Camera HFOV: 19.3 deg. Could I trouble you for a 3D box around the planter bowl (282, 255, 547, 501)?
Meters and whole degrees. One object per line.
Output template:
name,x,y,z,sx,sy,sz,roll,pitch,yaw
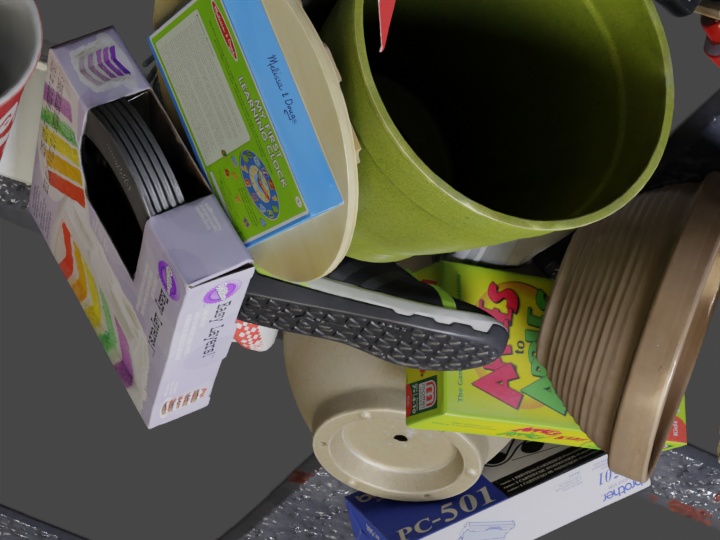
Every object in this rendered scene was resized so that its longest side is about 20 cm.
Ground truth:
planter bowl,0.034,0.076,1.480,0.199,0.135,0.201,8,144,6

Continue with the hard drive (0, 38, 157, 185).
hard drive,-0.179,-0.092,1.403,0.199,0.026,0.132,19,144,-9

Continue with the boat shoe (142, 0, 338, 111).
boat shoe,-0.080,-0.138,1.280,0.065,0.074,0.202,57,138,8

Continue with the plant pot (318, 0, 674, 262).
plant pot,0.044,-0.093,1.222,0.200,0.201,0.193,25,155,-18

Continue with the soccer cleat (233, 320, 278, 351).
soccer cleat,-0.061,-0.009,1.414,0.085,0.069,0.200,3,143,10

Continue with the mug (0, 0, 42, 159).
mug,-0.278,-0.112,1.312,0.133,0.178,0.200,-2,151,-18

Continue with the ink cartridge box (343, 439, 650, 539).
ink cartridge box,0.098,0.159,1.520,0.199,0.094,0.044,-22,116,-17

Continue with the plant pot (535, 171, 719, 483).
plant pot,0.170,0.024,1.330,0.092,0.201,0.201,20,146,12

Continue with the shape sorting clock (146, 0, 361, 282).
shape sorting clock,-0.059,-0.089,1.188,0.039,0.200,0.200,-22,153,-24

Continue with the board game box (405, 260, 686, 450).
board game box,0.124,0.061,1.406,0.199,0.102,0.048,9,162,-31

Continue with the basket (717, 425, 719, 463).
basket,0.314,0.046,1.365,0.123,0.136,0.200,14,145,3

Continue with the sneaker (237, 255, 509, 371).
sneaker,0.000,0.000,1.311,0.199,0.083,0.072,16,156,0

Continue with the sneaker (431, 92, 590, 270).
sneaker,0.116,-0.062,1.341,0.082,0.075,0.200,7,153,-22

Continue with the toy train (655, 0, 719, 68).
toy train,0.220,-0.134,1.213,0.200,0.046,0.034,36,176,-30

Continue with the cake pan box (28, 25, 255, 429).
cake pan box,-0.139,-0.025,1.305,0.052,0.184,0.200,-24,160,-24

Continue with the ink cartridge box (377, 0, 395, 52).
ink cartridge box,0.044,-0.227,1.007,0.050,0.200,0.161,5,144,8
